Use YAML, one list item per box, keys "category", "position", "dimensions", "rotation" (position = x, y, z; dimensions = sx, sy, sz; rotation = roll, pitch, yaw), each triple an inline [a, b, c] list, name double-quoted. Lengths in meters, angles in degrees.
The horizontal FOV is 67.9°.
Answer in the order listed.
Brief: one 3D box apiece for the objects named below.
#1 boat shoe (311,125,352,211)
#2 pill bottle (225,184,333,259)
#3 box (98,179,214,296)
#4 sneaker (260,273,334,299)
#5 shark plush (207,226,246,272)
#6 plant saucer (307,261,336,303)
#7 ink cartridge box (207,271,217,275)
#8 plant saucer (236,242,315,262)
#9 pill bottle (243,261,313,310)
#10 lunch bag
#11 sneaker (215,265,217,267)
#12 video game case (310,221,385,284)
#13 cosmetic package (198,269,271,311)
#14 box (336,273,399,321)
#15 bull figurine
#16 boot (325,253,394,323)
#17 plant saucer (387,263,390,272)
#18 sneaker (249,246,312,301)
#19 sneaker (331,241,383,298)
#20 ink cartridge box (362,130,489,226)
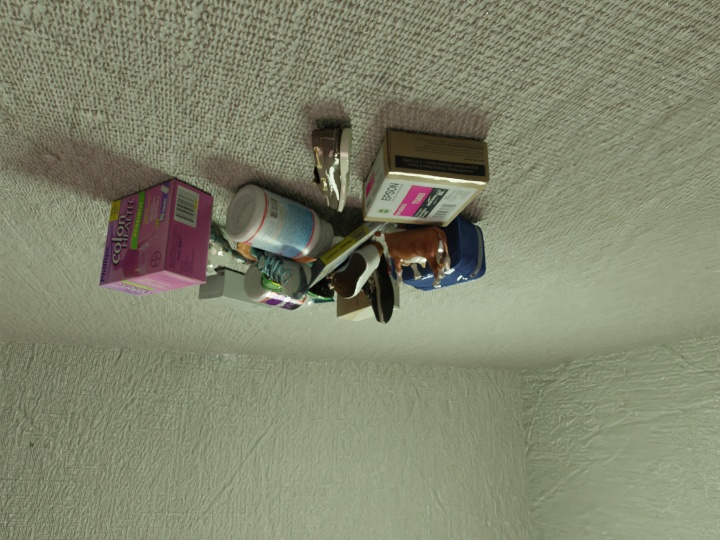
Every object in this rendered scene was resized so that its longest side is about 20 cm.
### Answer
- category: "boat shoe"
  position: [-0.047, -0.160, 0.864]
  dimensions: [0.059, 0.072, 0.200]
  rotation: [7, 159, -1]
- category: "pill bottle"
  position: [-0.151, -0.085, 1.039]
  dimensions: [0.108, 0.109, 0.200]
  rotation: [-15, 156, 41]
- category: "box"
  position: [-0.391, -0.057, 1.027]
  dimensions: [0.199, 0.177, 0.097]
  rotation: [-10, 160, 33]
- category: "sneaker"
  position: [-0.156, 0.031, 1.350]
  dimensions: [0.199, 0.078, 0.085]
  rotation: [17, 151, -24]
- category: "shark plush"
  position: [-0.330, -0.063, 1.169]
  dimensions: [0.090, 0.084, 0.200]
  rotation: [-19, 161, 8]
- category: "plant saucer"
  position: [-0.130, 0.019, 1.405]
  dimensions: [0.070, 0.019, 0.200]
  rotation: [-7, 138, 21]
- category: "ink cartridge box"
  position: [-0.496, -0.021, 1.389]
  dimensions: [0.199, 0.050, 0.162]
  rotation: [-9, 162, 3]
- category: "plant saucer"
  position: [-0.186, -0.060, 1.246]
  dimensions: [0.199, 0.038, 0.200]
  rotation: [1, 164, 0]
- category: "pill bottle"
  position: [-0.212, 0.045, 1.457]
  dimensions: [0.112, 0.113, 0.200]
  rotation: [-12, 159, 36]
- category: "lunch bag"
  position: [0.163, -0.032, 1.150]
  dimensions: [0.199, 0.137, 0.132]
  rotation: [-13, 158, 37]
- category: "sneaker"
  position: [-0.412, -0.048, 1.224]
  dimensions: [0.199, 0.075, 0.115]
  rotation: [13, 162, -26]
- category: "video game case"
  position: [-0.039, -0.037, 1.144]
  dimensions: [0.181, 0.026, 0.200]
  rotation: [-39, 177, -23]
- category: "cosmetic package"
  position: [-0.361, 0.062, 1.564]
  dimensions: [0.106, 0.091, 0.200]
  rotation: [-8, 164, 36]
- category: "box"
  position: [0.018, 0.074, 1.455]
  dimensions: [0.077, 0.095, 0.200]
  rotation: [12, 158, -31]
- category: "bull figurine"
  position: [0.100, -0.036, 1.043]
  dimensions: [0.065, 0.122, 0.200]
  rotation: [-20, -169, -26]
- category: "boot"
  position: [-0.003, 0.035, 1.323]
  dimensions: [0.150, 0.201, 0.073]
  rotation: [-4, -162, 31]
- category: "plant saucer"
  position: [-0.010, 0.015, 1.482]
  dimensions: [0.199, 0.037, 0.200]
  rotation: [1, 163, -3]
- category: "sneaker"
  position: [-0.170, -0.001, 1.093]
  dimensions: [0.086, 0.078, 0.200]
  rotation: [12, -161, -38]
- category: "sneaker"
  position: [0.000, 0.000, 1.236]
  dimensions: [0.085, 0.073, 0.200]
  rotation: [-36, 174, -35]
- category: "ink cartridge box"
  position: [0.100, -0.145, 0.896]
  dimensions: [0.164, 0.075, 0.200]
  rotation: [3, 164, -10]
